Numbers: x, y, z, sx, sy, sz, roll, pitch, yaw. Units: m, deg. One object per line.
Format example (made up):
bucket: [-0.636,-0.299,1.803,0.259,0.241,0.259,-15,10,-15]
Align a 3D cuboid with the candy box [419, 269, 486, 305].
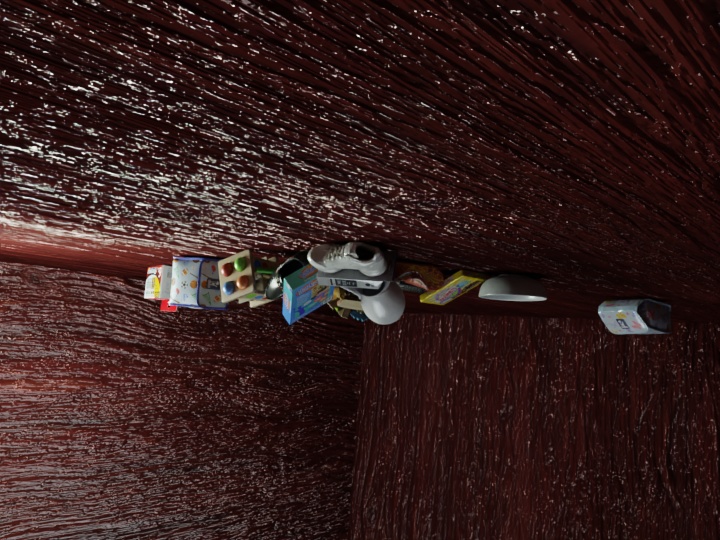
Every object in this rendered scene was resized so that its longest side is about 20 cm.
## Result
candy box: [0.280,0.054,1.774,0.100,0.027,0.199,11,149,-32]

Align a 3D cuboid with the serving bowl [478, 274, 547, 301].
serving bowl: [0.449,0.049,1.714,0.195,0.068,0.200,3,173,0]

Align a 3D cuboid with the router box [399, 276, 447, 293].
router box: [0.159,0.036,1.868,0.196,0.052,0.149,10,172,-21]

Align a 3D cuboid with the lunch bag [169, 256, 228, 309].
lunch bag: [-0.532,0.043,1.953,0.195,0.175,0.124,5,178,12]

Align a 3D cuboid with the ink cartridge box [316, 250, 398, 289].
ink cartridge box: [-0.005,-0.006,1.450,0.195,0.101,0.040,4,142,12]

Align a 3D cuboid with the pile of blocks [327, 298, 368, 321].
pile of blocks: [-0.024,0.124,1.878,0.196,0.084,0.062,24,169,1]

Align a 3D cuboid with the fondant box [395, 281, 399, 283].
fondant box: [0.000,0.000,1.681,0.197,0.060,0.143,12,170,-40]

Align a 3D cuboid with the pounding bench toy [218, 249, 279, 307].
pounding bench toy: [-0.299,0.014,1.700,0.197,0.127,0.155,-19,162,27]

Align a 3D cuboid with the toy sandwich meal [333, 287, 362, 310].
toy sandwich meal: [-0.010,0.075,1.739,0.200,0.072,0.205,5,172,1]

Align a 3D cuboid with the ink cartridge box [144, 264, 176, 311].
ink cartridge box: [-0.815,0.075,2.386,0.082,0.180,0.198,9,171,-36]

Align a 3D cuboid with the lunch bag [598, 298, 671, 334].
lunch bag: [0.967,0.164,2.060,0.197,0.130,0.168,16,166,-29]

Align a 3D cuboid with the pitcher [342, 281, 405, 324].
pitcher: [0.030,0.064,1.587,0.168,0.124,0.200,11,158,24]

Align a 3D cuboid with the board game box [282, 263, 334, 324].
board game box: [-0.137,0.050,1.566,0.150,0.045,0.201,-30,158,-25]

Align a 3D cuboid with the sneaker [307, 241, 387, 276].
sneaker: [-0.035,-0.042,1.392,0.195,0.076,0.100,4,154,13]

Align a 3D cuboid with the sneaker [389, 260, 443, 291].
sneaker: [0.151,0.007,1.642,0.197,0.075,0.077,18,180,-26]

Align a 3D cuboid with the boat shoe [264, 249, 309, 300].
boat shoe: [-0.205,0.019,1.584,0.201,0.074,0.063,-40,-179,33]
